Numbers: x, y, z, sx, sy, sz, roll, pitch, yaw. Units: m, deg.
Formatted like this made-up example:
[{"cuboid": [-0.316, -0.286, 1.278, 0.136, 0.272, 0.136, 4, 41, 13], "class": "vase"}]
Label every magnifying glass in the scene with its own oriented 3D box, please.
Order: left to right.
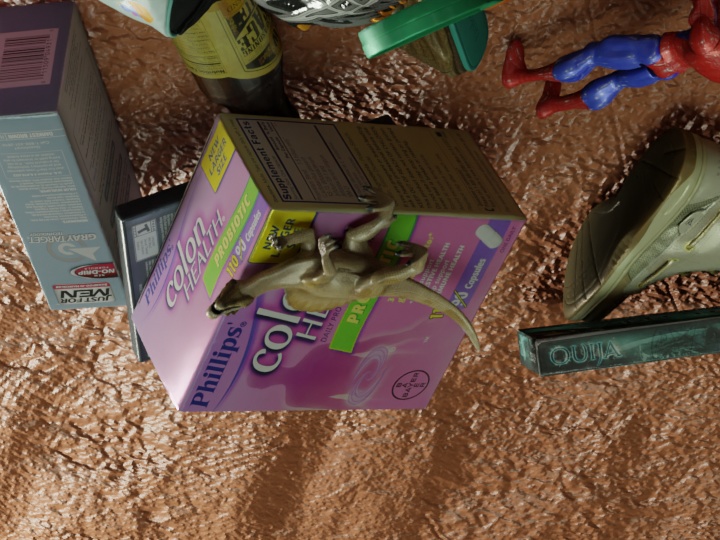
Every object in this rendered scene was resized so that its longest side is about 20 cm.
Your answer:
[{"cuboid": [0.065, -0.161, 1.455, 0.079, 0.200, 0.022, -23, 92, 34], "class": "magnifying glass"}]

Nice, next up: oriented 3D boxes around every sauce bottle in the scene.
[{"cuboid": [-0.085, -0.149, 1.563, 0.066, 0.066, 0.200, -9, 143, 15], "class": "sauce bottle"}]

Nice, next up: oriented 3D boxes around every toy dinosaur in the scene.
[{"cuboid": [0.000, 0.000, 1.545, 0.199, 0.058, 0.101, 5, 144, -27], "class": "toy dinosaur"}]

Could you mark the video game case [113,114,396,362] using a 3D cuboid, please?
[{"cuboid": [-0.067, -0.021, 1.678, 0.199, 0.019, 0.143, -20, 140, -17], "class": "video game case"}]

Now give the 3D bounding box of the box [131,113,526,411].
[{"cuboid": [-0.022, -0.002, 1.632, 0.199, 0.097, 0.176, 2, 130, -33], "class": "box"}]

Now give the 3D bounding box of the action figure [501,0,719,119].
[{"cuboid": [0.188, -0.155, 1.541, 0.200, 0.099, 0.065, -2, 151, 45], "class": "action figure"}]

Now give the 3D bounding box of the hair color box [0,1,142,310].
[{"cuboid": [-0.198, -0.073, 1.637, 0.060, 0.099, 0.200, -4, 141, 9], "class": "hair color box"}]

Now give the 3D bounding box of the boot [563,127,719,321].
[{"cuboid": [0.239, -0.013, 1.705, 0.154, 0.072, 0.200, 13, 143, -18], "class": "boot"}]

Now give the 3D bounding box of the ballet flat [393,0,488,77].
[{"cuboid": [0.032, -0.197, 1.503, 0.072, 0.068, 0.200, 14, 149, 19], "class": "ballet flat"}]

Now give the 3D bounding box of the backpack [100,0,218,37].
[{"cuboid": [-0.110, -0.238, 1.364, 0.153, 0.176, 0.200, 19, 144, 8], "class": "backpack"}]

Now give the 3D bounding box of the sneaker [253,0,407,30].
[{"cuboid": [0.005, -0.180, 1.431, 0.200, 0.078, 0.077, 4, 149, 47], "class": "sneaker"}]

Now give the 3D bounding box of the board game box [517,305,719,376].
[{"cuboid": [0.215, 0.045, 1.727, 0.199, 0.028, 0.135, -7, -179, -2], "class": "board game box"}]
